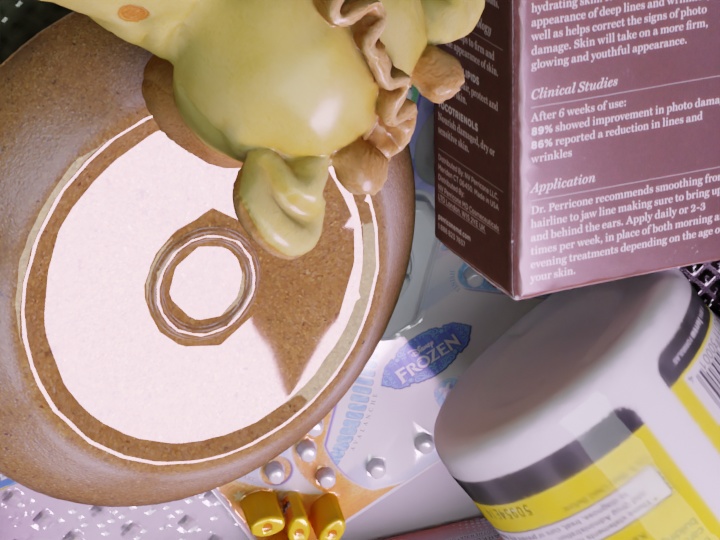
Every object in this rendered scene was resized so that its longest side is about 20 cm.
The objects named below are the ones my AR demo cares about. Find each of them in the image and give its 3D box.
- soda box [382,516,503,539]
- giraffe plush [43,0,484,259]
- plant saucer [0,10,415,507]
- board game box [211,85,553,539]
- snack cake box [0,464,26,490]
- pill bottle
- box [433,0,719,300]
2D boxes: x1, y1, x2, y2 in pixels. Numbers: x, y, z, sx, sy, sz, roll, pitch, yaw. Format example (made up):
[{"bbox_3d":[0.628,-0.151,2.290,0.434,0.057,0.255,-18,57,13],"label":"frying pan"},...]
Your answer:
[{"bbox_3d":[0.037,0.148,1.133,0.199,0.064,0.069,-12,120,-9],"label":"soda box"},{"bbox_3d":[-0.047,-0.098,0.878,0.162,0.200,0.173,43,90,-17],"label":"giraffe plush"},{"bbox_3d":[-0.061,-0.001,0.984,0.199,0.035,0.201,-11,115,-25],"label":"plant saucer"},{"bbox_3d":[0.000,0.000,1.063,0.199,0.026,0.200,-33,121,4],"label":"board game box"},{"bbox_3d":[-0.222,0.050,1.004,0.199,0.067,0.115,-24,122,-3],"label":"snack cake box"},{"bbox_3d":[0.128,0.104,1.046,0.114,0.114,0.200,-37,104,6],"label":"pill bottle"},{"bbox_3d":[0.081,-0.100,0.985,0.100,0.075,0.201,-10,115,-22],"label":"box"}]
